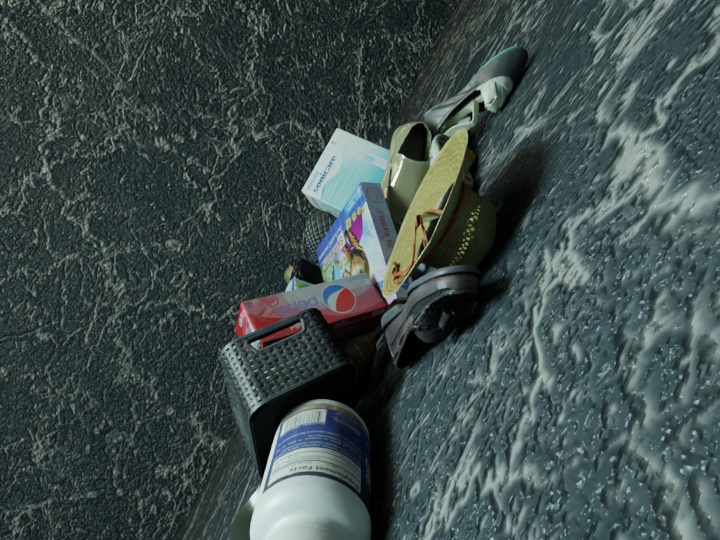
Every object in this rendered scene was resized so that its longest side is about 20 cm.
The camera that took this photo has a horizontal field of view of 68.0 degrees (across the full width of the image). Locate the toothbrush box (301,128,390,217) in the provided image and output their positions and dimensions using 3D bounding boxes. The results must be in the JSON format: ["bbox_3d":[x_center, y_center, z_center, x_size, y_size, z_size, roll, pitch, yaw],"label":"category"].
[{"bbox_3d":[0.010,-0.161,1.030,0.148,0.198,0.085,-62,-17,-7],"label":"toothbrush box"}]

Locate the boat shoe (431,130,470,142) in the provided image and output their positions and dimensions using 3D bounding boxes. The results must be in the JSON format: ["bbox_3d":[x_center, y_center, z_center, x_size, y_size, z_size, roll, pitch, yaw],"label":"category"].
[{"bbox_3d":[0.120,-0.186,0.939,0.201,0.075,0.060,-57,27,-11],"label":"boat shoe"}]

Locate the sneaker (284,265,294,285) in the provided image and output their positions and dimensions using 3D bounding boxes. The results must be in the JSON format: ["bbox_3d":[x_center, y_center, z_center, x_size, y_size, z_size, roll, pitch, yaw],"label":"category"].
[{"bbox_3d":[-0.098,0.080,1.087,0.090,0.200,0.067,-53,40,-8],"label":"sneaker"}]

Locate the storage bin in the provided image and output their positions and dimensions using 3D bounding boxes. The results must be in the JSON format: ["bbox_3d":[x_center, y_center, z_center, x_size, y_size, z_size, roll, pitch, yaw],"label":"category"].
[{"bbox_3d":[-0.088,0.160,0.674,0.134,0.094,0.202,-22,-37,-23],"label":"storage bin"}]

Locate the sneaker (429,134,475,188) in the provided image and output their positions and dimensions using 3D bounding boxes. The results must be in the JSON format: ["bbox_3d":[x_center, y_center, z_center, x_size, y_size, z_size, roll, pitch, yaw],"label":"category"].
[{"bbox_3d":[0.126,-0.142,0.823,0.201,0.075,0.088,-66,2,-55],"label":"sneaker"}]

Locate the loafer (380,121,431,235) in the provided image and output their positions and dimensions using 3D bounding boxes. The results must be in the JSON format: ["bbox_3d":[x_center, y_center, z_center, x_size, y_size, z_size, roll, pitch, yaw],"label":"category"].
[{"bbox_3d":[0.075,-0.156,0.865,0.068,0.074,0.203,140,137,-69],"label":"loafer"}]

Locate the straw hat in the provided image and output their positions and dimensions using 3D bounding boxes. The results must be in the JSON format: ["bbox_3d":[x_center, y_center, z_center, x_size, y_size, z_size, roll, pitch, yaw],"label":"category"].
[{"bbox_3d":[0.103,-0.045,0.596,0.201,0.084,0.203,-155,89,-84],"label":"straw hat"}]

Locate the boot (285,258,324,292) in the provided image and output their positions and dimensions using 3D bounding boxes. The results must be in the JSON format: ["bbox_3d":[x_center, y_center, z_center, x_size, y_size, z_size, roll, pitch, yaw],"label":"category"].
[{"bbox_3d":[-0.043,0.015,1.002,0.202,0.166,0.076,-64,5,-24],"label":"boot"}]

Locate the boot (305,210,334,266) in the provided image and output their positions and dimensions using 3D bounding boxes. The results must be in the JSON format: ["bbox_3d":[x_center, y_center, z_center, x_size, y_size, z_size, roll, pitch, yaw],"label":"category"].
[{"bbox_3d":[-0.053,-0.026,1.119,0.069,0.203,0.132,-17,5,8],"label":"boot"}]

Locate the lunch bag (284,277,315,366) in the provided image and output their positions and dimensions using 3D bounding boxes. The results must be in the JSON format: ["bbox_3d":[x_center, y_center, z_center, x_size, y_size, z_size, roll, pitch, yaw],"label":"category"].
[{"bbox_3d":[-0.116,0.124,0.883,0.161,0.081,0.202,-104,38,-62],"label":"lunch bag"}]

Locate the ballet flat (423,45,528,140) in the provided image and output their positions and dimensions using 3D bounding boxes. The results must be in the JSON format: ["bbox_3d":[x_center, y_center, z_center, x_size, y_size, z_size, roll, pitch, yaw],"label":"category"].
[{"bbox_3d":[0.189,-0.270,0.860,0.199,0.073,0.073,-31,24,32],"label":"ballet flat"}]

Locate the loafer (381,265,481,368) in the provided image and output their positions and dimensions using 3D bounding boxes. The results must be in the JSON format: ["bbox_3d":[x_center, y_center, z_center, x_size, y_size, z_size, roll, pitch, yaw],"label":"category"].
[{"bbox_3d":[0.074,0.055,0.561,0.200,0.071,0.064,126,142,-64],"label":"loafer"}]

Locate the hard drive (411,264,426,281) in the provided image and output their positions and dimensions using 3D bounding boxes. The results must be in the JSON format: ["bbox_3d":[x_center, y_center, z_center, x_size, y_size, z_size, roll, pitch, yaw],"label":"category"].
[{"bbox_3d":[0.084,-0.037,0.895,0.132,0.026,0.201,-54,11,43],"label":"hard drive"}]

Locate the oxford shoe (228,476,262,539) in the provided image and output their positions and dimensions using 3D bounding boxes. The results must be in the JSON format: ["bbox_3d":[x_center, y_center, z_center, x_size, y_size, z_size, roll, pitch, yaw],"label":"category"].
[{"bbox_3d":[-0.145,0.378,0.857,0.202,0.071,0.071,-62,-20,-2],"label":"oxford shoe"}]

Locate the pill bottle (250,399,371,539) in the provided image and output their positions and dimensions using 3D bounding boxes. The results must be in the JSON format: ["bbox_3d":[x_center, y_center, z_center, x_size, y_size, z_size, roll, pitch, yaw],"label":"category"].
[{"bbox_3d":[-0.044,0.223,0.514,0.112,0.110,0.200,-58,8,16],"label":"pill bottle"}]

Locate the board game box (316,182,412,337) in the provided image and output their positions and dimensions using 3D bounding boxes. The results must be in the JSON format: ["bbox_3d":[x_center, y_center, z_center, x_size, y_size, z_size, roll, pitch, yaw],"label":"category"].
[{"bbox_3d":[0.000,0.000,0.860,0.200,0.041,0.202,-51,48,49],"label":"board game box"}]

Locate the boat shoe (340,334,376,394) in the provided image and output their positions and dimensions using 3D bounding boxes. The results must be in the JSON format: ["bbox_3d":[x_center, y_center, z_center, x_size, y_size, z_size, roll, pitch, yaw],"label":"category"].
[{"bbox_3d":[-0.020,0.155,0.794,0.068,0.072,0.200,-35,-11,-28],"label":"boat shoe"}]

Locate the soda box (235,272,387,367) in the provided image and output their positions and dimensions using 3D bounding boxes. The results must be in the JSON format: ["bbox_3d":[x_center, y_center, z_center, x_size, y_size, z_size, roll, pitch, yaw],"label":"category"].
[{"bbox_3d":[-0.065,0.065,0.733,0.198,0.070,0.064,-13,-35,-33],"label":"soda box"}]
